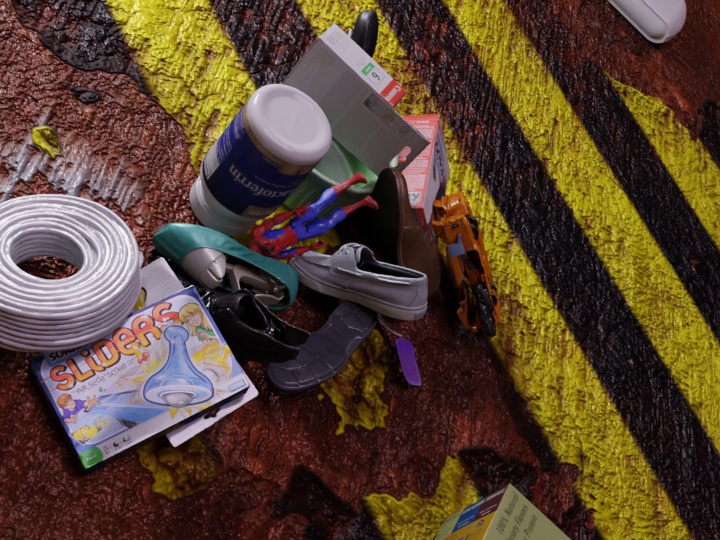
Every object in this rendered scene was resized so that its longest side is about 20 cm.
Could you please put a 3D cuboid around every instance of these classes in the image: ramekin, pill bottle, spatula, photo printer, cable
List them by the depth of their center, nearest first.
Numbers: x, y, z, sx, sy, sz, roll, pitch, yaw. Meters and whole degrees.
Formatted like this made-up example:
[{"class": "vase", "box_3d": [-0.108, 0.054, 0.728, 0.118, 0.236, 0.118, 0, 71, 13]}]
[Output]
[{"class": "cable", "box_3d": [-0.337, 0.001, 1.244, 0.200, 0.069, 0.200, 8, 42, -11]}, {"class": "pill bottle", "box_3d": [-0.132, -0.133, 1.453, 0.116, 0.200, 0.116, 19, 50, -25]}, {"class": "spatula", "box_3d": [0.032, 0.066, 1.566, 0.200, 0.021, 0.057, 60, 18, 19]}, {"class": "ramekin", "box_3d": [-0.056, -0.168, 1.613, 0.200, 0.098, 0.200, 20, 49, -26]}, {"class": "photo printer", "box_3d": [0.611, -0.582, 2.466, 0.200, 0.069, 0.166, 43, 43, -4]}]

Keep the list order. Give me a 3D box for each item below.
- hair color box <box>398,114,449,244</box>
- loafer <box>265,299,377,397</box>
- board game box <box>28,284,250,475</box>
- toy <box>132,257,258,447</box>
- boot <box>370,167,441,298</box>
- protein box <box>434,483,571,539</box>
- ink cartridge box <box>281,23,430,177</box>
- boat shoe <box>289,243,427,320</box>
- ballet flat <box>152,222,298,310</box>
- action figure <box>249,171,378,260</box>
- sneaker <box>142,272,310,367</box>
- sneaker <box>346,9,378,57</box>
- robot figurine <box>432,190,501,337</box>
[{"class": "hair color box", "box_3d": [0.084, -0.121, 1.676, 0.064, 0.111, 0.200, 0, 48, 15]}, {"class": "loafer", "box_3d": [-0.049, 0.108, 1.449, 0.072, 0.063, 0.200, 38, 44, 14]}, {"class": "board game box", "box_3d": [-0.240, 0.116, 1.257, 0.200, 0.034, 0.135, -26, 77, -24]}, {"class": "toy", "box_3d": [-0.221, 0.095, 1.318, 0.115, 0.047, 0.200, -31, 79, -24]}, {"class": "boot", "box_3d": [0.063, -0.047, 1.566, 0.075, 0.074, 0.200, -16, 112, -24]}, {"class": "protein box", "box_3d": [0.173, 0.404, 1.353, 0.200, 0.135, 0.199, 43, 44, -6]}, {"class": "ink cartridge box", "box_3d": [0.000, -0.220, 1.542, 0.200, 0.109, 0.050, 42, 44, -6]}, {"class": "boat shoe", "box_3d": [0.000, 0.000, 1.491, 0.201, 0.072, 0.070, 20, 23, 24]}, {"class": "ballet flat", "box_3d": [-0.161, 0.000, 1.425, 0.200, 0.067, 0.070, 21, 35, -27]}, {"class": "action figure", "box_3d": [-0.074, -0.058, 1.498, 0.052, 0.200, 0.065, 46, -16, 58]}, {"class": "sneaker", "box_3d": [-0.164, 0.047, 1.366, 0.200, 0.104, 0.060, 42, 44, -6]}, {"class": "sneaker", "box_3d": [-0.030, -0.301, 1.666, 0.088, 0.200, 0.074, 23, 51, 3]}, {"class": "robot figurine", "box_3d": [0.153, -0.003, 1.628, 0.145, 0.058, 0.200, -77, 152, -63]}]
